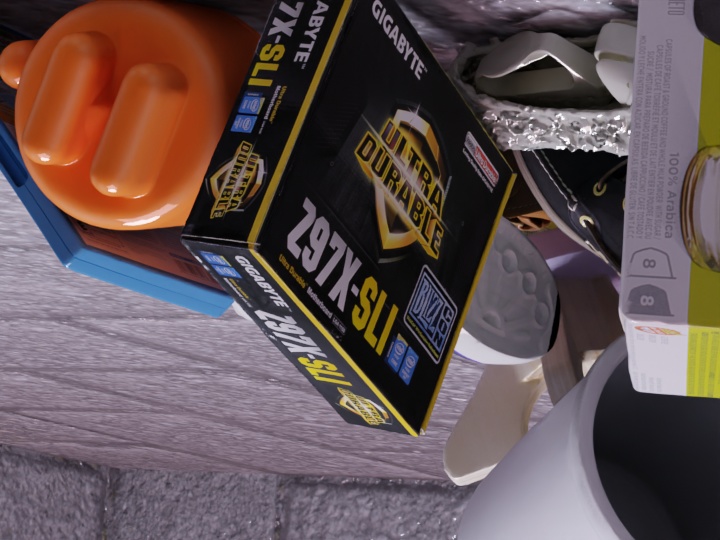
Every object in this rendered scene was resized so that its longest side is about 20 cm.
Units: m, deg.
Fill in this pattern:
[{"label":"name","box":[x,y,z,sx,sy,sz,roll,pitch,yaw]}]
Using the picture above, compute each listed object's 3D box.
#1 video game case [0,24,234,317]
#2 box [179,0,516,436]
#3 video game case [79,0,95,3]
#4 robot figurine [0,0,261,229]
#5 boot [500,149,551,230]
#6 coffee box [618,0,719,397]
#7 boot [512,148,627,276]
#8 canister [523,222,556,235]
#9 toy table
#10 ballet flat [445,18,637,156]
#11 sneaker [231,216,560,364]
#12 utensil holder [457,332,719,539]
[{"label":"video game case","box":[-0.158,-0.063,1.418,0.018,0.200,0.143,-45,151,15]},{"label":"box","box":[-0.001,-0.033,1.320,0.049,0.160,0.200,9,155,31]},{"label":"video game case","box":[-0.144,-0.162,1.234,0.142,0.018,0.200,11,169,-24]},{"label":"robot figurine","box":[-0.100,-0.078,1.352,0.143,0.117,0.200,-16,180,16]},{"label":"boot","box":[0.070,-0.057,1.575,0.199,0.074,0.155,12,173,-18]},{"label":"coffee box","box":[0.214,-0.053,1.116,0.196,0.201,0.200,4,170,8]},{"label":"boot","box":[0.158,-0.038,1.402,0.073,0.200,0.151,-33,169,-11]},{"label":"canister","box":[0.089,-0.009,1.803,0.148,0.087,0.200,-1,167,32]},{"label":"toy table","box":[0.125,0.052,1.668,0.199,0.118,0.184,-23,158,18]},{"label":"ballet flat","box":[0.120,-0.095,1.345,0.199,0.072,0.072,-4,167,44]},{"label":"sneaker","box":[0.000,0.000,1.498,0.199,0.081,0.146,24,160,-40]},{"label":"utensil holder","box":[0.161,0.139,1.524,0.169,0.171,0.200,9,154,-18]}]
